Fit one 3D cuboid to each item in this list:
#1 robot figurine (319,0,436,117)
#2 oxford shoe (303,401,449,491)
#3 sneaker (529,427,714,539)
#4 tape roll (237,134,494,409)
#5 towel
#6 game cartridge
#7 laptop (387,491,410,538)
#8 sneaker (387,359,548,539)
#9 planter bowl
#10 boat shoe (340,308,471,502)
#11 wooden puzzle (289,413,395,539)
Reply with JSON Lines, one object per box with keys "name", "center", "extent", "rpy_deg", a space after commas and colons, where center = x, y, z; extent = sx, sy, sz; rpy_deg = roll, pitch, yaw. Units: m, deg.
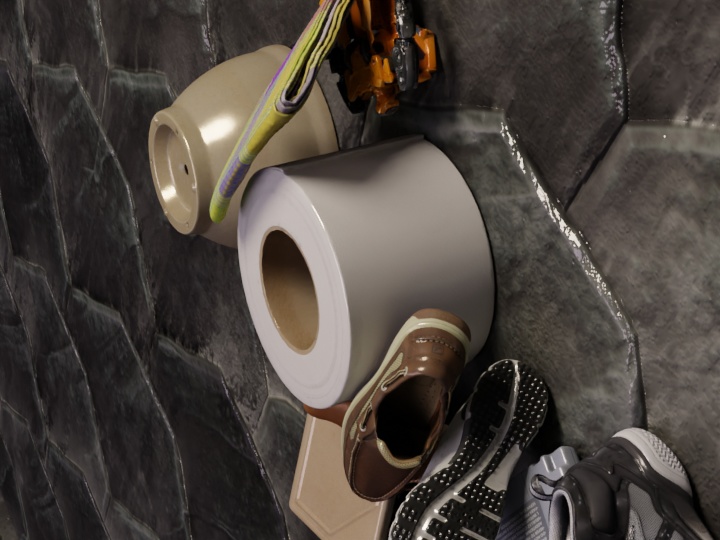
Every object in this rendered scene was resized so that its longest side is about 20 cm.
{"name": "robot figurine", "center": [0.008, -0.225, 1.149], "extent": [0.145, 0.058, 0.202], "rpy_deg": [-11, 93, 64]}
{"name": "oxford shoe", "center": [0.021, 0.147, 1.219], "extent": [0.199, 0.071, 0.072], "rpy_deg": [20, 88, 36]}
{"name": "sneaker", "center": [0.190, 0.201, 0.942], "extent": [0.201, 0.113, 0.076], "rpy_deg": [57, 149, 33]}
{"name": "tape roll", "center": [0.000, 0.000, 1.190], "extent": [0.203, 0.138, 0.204], "rpy_deg": [40, 138, 49]}
{"name": "towel", "center": [-0.066, -0.133, 1.153], "extent": [0.200, 0.023, 0.144], "rpy_deg": [-47, 17, 56]}
{"name": "game cartridge", "center": [0.118, 0.242, 1.106], "extent": [0.200, 0.041, 0.134], "rpy_deg": [-46, 51, 38]}
{"name": "laptop", "center": [0.087, 0.255, 1.293], "extent": [0.178, 0.102, 0.202], "rpy_deg": [116, 158, -52]}
{"name": "sneaker", "center": [0.080, 0.166, 1.099], "extent": [0.073, 0.201, 0.080], "rpy_deg": [34, 156, 3]}
{"name": "planter bowl", "center": [-0.123, -0.106, 1.384], "extent": [0.200, 0.134, 0.202], "rpy_deg": [40, 138, 49]}
{"name": "boat shoe", "center": [0.026, 0.121, 1.097], "extent": [0.075, 0.074, 0.203], "rpy_deg": [-76, 2, -48]}
{"name": "wooden puzzle", "center": [-0.006, 0.178, 1.367], "extent": [0.200, 0.037, 0.187], "rpy_deg": [36, 117, 59]}
